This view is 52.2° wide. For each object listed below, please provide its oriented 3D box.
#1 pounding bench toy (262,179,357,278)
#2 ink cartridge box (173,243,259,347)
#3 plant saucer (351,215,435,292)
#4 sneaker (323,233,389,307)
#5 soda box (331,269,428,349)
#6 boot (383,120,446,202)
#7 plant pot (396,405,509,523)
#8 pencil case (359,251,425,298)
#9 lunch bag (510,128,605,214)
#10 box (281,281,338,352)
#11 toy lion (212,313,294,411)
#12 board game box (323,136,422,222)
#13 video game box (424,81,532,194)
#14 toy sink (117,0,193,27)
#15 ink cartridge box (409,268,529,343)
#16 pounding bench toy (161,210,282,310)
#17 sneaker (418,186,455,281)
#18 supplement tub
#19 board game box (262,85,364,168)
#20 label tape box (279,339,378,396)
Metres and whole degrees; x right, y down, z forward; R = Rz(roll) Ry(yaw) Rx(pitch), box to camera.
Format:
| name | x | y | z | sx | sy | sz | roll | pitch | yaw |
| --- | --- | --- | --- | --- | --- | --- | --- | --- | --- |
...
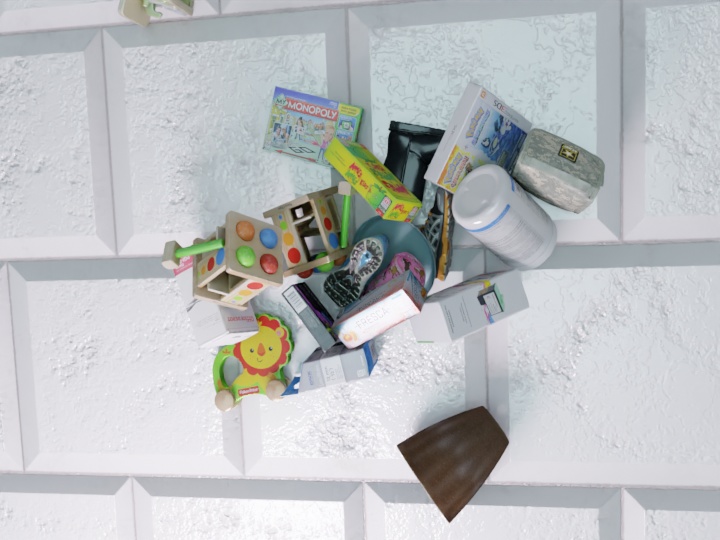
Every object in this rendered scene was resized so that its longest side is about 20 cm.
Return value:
| name | x | y | z | sx | sy | sz | roll | pitch | yaw |
| --- | --- | --- | --- | --- | --- | --- | --- | --- | --- |
| pounding bench toy | -0.071 | -0.082 | 1.505 | 0.196 | 0.124 | 0.160 | -18 | 93 | 32 |
| ink cartridge box | -0.306 | 0.053 | 1.558 | 0.083 | 0.145 | 0.204 | -26 | 79 | 17 |
| plant saucer | 0.072 | -0.024 | 1.533 | 0.196 | 0.027 | 0.205 | 15 | 121 | 26 |
| sneaker | 0.000 | 0.000 | 1.514 | 0.079 | 0.090 | 0.200 | 46 | 127 | 3 |
| soda box | 0.036 | 0.079 | 1.445 | 0.198 | 0.069 | 0.064 | -30 | 109 | 34 |
| boot | 0.135 | -0.208 | 1.515 | 0.194 | 0.076 | 0.173 | 11 | 99 | 7 |
| plant pot | 0.204 | 0.380 | 1.526 | 0.198 | 0.187 | 0.189 | -37 | 89 | -4 |
| pencil case | 0.053 | 0.047 | 1.513 | 0.085 | 0.084 | 0.200 | 28 | 131 | -20 |
| lunch bag | 0.377 | -0.190 | 1.415 | 0.161 | 0.200 | 0.120 | 27 | 100 | 6 |
| box | -0.096 | 0.091 | 1.520 | 0.036 | 0.200 | 0.144 | -37 | 90 | 1 |
| toy lion | -0.238 | 0.197 | 1.628 | 0.195 | 0.069 | 0.197 | -13 | 87 | 11 |
| board game box | 0.024 | -0.180 | 1.459 | 0.200 | 0.101 | 0.048 | 48 | 114 | 27 |
| video game box | 0.235 | -0.239 | 1.451 | 0.047 | 0.180 | 0.204 | 34 | 101 | 50 |
| toy sink | -0.408 | -0.606 | 1.536 | 0.109 | 0.130 | 0.205 | 19 | 98 | 6 |
| ink cartridge box | 0.211 | 0.071 | 1.455 | 0.196 | 0.144 | 0.086 | -20 | 93 | -24 |
| pounding bench toy | -0.264 | -0.029 | 1.420 | 0.155 | 0.197 | 0.127 | -30 | 55 | 40 |
| sneaker | 0.153 | -0.078 | 1.516 | 0.075 | 0.078 | 0.206 | 11 | 110 | 18 |
| supplement tub | 0.280 | -0.100 | 1.428 | 0.132 | 0.133 | 0.199 | -47 | 128 | 10 |
| board game box | -0.102 | -0.301 | 1.568 | 0.195 | 0.029 | 0.138 | 15 | 99 | 7 |
| label tape box | -0.069 | 0.200 | 1.554 | 0.195 | 0.143 | 0.068 | -12 | 95 | 10 |
